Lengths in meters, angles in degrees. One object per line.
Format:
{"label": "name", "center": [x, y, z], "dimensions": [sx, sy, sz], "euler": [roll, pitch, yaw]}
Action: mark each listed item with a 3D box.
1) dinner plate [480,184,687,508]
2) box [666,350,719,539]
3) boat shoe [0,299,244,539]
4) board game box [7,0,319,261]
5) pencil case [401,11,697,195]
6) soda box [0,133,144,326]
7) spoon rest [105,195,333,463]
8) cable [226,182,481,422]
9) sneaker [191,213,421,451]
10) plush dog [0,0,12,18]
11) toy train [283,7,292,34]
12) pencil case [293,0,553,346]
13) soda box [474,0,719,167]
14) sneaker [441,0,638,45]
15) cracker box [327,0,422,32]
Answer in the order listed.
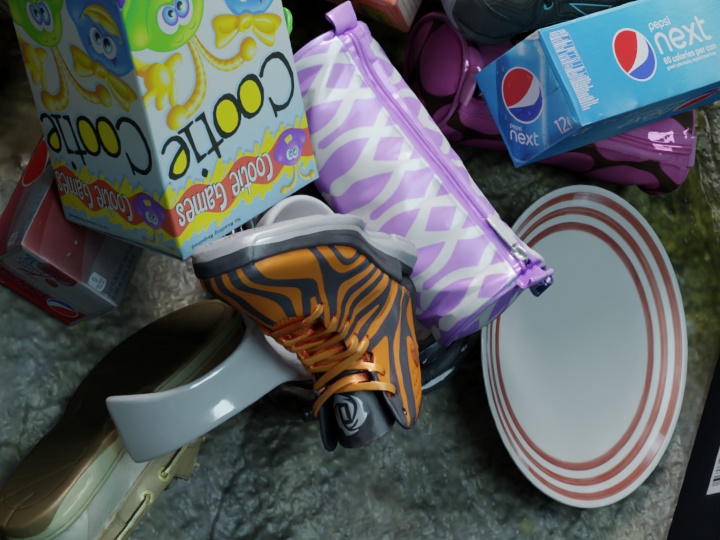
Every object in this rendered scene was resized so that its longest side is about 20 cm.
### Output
{"label": "dinner plate", "center": [0.137, 0.048, 1.473], "dimensions": [0.199, 0.024, 0.202], "euler": [2, 87, -45]}
{"label": "box", "center": [0.318, 0.159, 1.520], "dimensions": [0.196, 0.124, 0.201], "euler": [31, 64, -21]}
{"label": "boat shoe", "center": [-0.124, 0.095, 1.296], "dimensions": [0.200, 0.074, 0.067], "euler": [-48, 123, -35]}
{"label": "board game box", "center": [-0.107, -0.125, 1.209], "dimensions": [0.105, 0.103, 0.201], "euler": [-33, 125, -34]}
{"label": "pencil case", "center": [0.123, -0.100, 1.477], "dimensions": [0.199, 0.093, 0.092], "euler": [9, 91, -29]}
{"label": "soda box", "center": [-0.138, -0.073, 1.325], "dimensions": [0.070, 0.063, 0.201], "euler": [34, 62, -22]}
{"label": "spoon rest", "center": [-0.054, 0.034, 1.280], "dimensions": [0.200, 0.060, 0.100], "euler": [-45, 119, -43]}
{"label": "cable", "center": [0.000, 0.000, 1.410], "dimensions": [0.199, 0.051, 0.164], "euler": [-18, 82, -34]}
{"label": "sneaker", "center": [-0.014, 0.035, 1.227], "dimensions": [0.200, 0.077, 0.113], "euler": [8, 70, -60]}
{"label": "plush dog", "center": [-0.248, -0.223, 1.267], "dimensions": [0.199, 0.160, 0.172], "euler": [-17, 69, -46]}
{"label": "toy train", "center": [-0.061, -0.212, 1.338], "dimensions": [0.041, 0.056, 0.202], "euler": [11, 72, -29]}
{"label": "pencil case", "center": [0.025, -0.051, 1.360], "dimensions": [0.084, 0.085, 0.200], "euler": [-37, 86, -36]}
{"label": "soda box", "center": [0.167, -0.124, 1.421], "dimensions": [0.199, 0.068, 0.065], "euler": [-19, 82, -39]}
{"label": "sneaker", "center": [0.120, -0.184, 1.405], "dimensions": [0.199, 0.079, 0.076], "euler": [-15, 88, -49]}
{"label": "cracker box", "center": [0.006, -0.260, 1.395], "dimensions": [0.133, 0.058, 0.201], "euler": [23, 84, 14]}
